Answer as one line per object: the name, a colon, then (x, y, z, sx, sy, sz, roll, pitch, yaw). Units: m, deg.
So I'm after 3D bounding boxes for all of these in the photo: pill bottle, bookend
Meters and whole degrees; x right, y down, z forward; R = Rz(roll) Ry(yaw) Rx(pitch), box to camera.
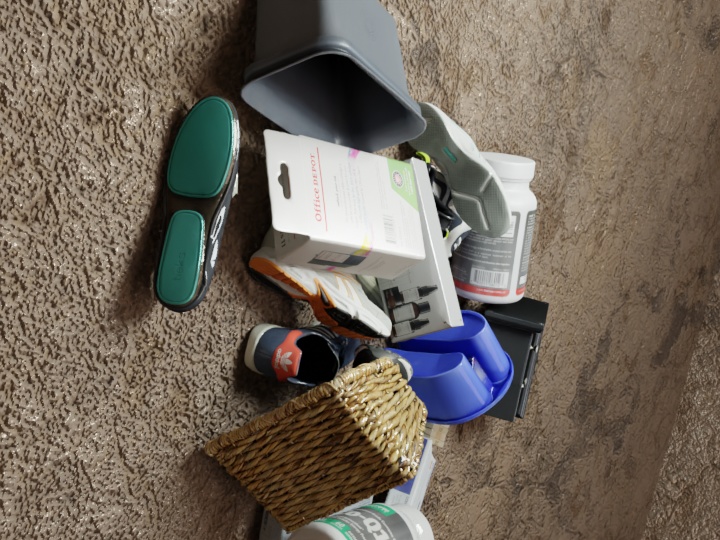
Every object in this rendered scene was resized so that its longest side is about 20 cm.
pill bottle: (0.003, 0.348, 1.085, 0.198, 0.111, 0.116, 5, 99, -57)
pill bottle: (0.196, -0.064, 1.305, 0.115, 0.114, 0.205, -13, 114, -53)
bookend: (0.228, 0.152, 1.401, 0.200, 0.090, 0.203, -25, 127, -75)

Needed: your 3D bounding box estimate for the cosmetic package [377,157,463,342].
cosmetic package: (0.057, -0.023, 1.066, 0.050, 0.081, 0.205, 5, 71, -67)

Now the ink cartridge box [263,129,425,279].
ink cartridge box: (-0.031, -0.066, 0.944, 0.197, 0.067, 0.120, 10, 64, -37)

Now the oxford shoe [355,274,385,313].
oxford shoe: (0.000, 0.000, 1.094, 0.076, 0.057, 0.201, -78, 148, -43)

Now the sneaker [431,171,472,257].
sneaker: (0.111, -0.037, 1.221, 0.128, 0.078, 0.204, -9, 101, -45)

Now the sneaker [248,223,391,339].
sneaker: (-0.029, 0.005, 1.001, 0.199, 0.075, 0.094, 37, 62, -33)

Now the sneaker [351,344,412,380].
sneaker: (0.012, 0.164, 1.089, 0.201, 0.074, 0.089, 102, 7, -61)

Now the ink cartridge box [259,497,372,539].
ink cartridge box: (-0.061, 0.360, 1.148, 0.198, 0.040, 0.205, -3, 106, -55)

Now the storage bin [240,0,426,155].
storage bin: (-0.034, -0.216, 0.905, 0.199, 0.143, 0.137, 27, 54, -56)

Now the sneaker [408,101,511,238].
sneaker: (0.136, -0.135, 1.151, 0.202, 0.070, 0.080, 57, 28, 7)

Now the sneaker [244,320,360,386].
sneaker: (-0.045, 0.102, 1.043, 0.198, 0.083, 0.077, -1, 104, -56)

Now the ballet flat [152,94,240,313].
ballet flat: (-0.153, -0.061, 0.844, 0.073, 0.072, 0.205, 16, 83, -56)

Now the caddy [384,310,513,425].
caddy: (0.108, 0.135, 1.195, 0.142, 0.197, 0.106, -50, 122, -33)

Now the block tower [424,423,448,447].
block tower: (0.123, 0.157, 1.342, 0.058, 0.053, 0.204, 32, 75, -56)

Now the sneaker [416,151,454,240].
sneaker: (0.079, -0.044, 1.115, 0.071, 0.081, 0.205, -14, 92, -60)

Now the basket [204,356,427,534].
basket: (-0.043, 0.163, 0.977, 0.149, 0.198, 0.144, 49, 30, -20)

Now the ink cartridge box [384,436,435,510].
ink cartridge box: (0.060, 0.350, 1.301, 0.201, 0.040, 0.203, 73, 36, -69)
